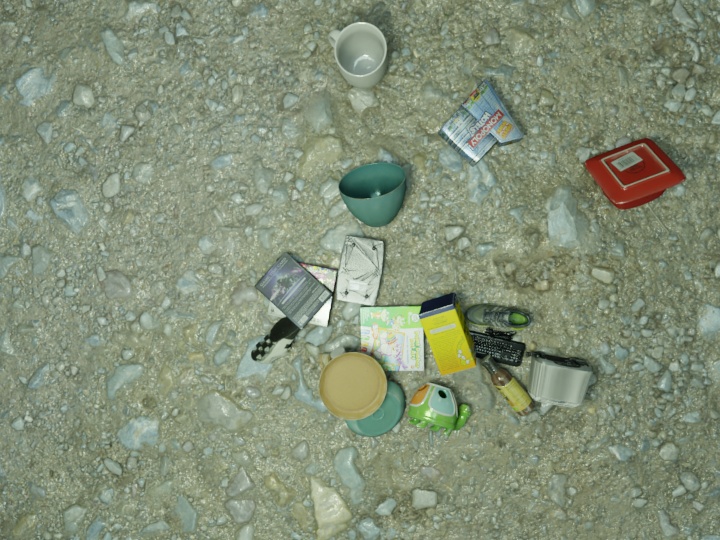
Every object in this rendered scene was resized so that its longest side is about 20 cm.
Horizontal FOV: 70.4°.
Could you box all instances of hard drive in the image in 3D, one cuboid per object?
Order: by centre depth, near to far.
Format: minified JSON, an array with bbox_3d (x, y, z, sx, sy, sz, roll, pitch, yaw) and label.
[{"bbox_3d":[0.000,0.000,1.574,0.133,0.042,0.203,9,93,5],"label":"hard drive"}]

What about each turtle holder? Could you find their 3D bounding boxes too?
[{"bbox_3d":[0.238,0.415,1.524,0.183,0.141,0.133,13,77,13],"label":"turtle holder"}]

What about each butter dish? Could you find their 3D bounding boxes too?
[{"bbox_3d":[0.769,-0.247,1.449,0.198,0.148,0.201,-21,50,7],"label":"butter dish"}]

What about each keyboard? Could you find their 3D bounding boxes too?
[{"bbox_3d":[0.400,0.225,1.549,0.198,0.040,0.105,12,94,4],"label":"keyboard"}]

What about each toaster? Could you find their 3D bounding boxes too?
[{"bbox_3d":[0.574,0.319,1.501,0.198,0.114,0.131,9,95,3],"label":"toaster"}]

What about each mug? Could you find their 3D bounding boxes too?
[{"bbox_3d":[-0.012,-0.624,1.482,0.199,0.175,0.148,38,95,3],"label":"mug"}]

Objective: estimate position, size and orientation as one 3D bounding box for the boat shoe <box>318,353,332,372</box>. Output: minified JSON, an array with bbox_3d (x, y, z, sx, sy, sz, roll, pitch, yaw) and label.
[{"bbox_3d":[-0.083,0.352,1.591,0.064,0.071,0.202,-3,101,40],"label":"boat shoe"}]

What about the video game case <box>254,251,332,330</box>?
[{"bbox_3d":[-0.204,0.061,1.553,0.200,0.019,0.143,41,83,11],"label":"video game case"}]

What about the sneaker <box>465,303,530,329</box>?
[{"bbox_3d":[0.413,0.135,1.519,0.197,0.081,0.075,3,82,3],"label":"sneaker"}]

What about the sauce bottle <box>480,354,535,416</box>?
[{"bbox_3d":[0.440,0.343,1.539,0.065,0.065,0.201,-39,87,6],"label":"sauce bottle"}]

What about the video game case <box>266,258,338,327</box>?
[{"bbox_3d":[-0.180,0.069,1.596,0.198,0.036,0.184,10,93,5],"label":"video game case"}]

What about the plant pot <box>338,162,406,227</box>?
[{"bbox_3d":[0.044,-0.209,1.504,0.198,0.201,0.136,-9,128,6],"label":"plant pot"}]

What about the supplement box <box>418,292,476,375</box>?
[{"bbox_3d":[0.259,0.185,1.500,0.108,0.109,0.202,-18,102,18],"label":"supplement box"}]

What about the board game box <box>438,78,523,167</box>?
[{"bbox_3d":[0.370,-0.419,1.513,0.200,0.062,0.200,43,95,3],"label":"board game box"}]

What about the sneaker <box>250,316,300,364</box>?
[{"bbox_3d":[-0.243,0.217,1.591,0.200,0.088,0.074,-40,50,9],"label":"sneaker"}]

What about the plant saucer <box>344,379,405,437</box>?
[{"bbox_3d":[0.049,0.428,1.549,0.198,0.036,0.202,-6,110,-15],"label":"plant saucer"}]

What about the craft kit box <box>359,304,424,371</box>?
[{"bbox_3d":[0.097,0.209,1.575,0.195,0.049,0.203,-2,92,3],"label":"craft kit box"}]

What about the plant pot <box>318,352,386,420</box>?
[{"bbox_3d":[-0.022,0.333,1.483,0.197,0.027,0.203,0,96,-3],"label":"plant pot"}]

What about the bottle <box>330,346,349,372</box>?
[{"bbox_3d":[-0.030,0.323,1.544,0.083,0.065,0.201,-28,114,-10],"label":"bottle"}]
